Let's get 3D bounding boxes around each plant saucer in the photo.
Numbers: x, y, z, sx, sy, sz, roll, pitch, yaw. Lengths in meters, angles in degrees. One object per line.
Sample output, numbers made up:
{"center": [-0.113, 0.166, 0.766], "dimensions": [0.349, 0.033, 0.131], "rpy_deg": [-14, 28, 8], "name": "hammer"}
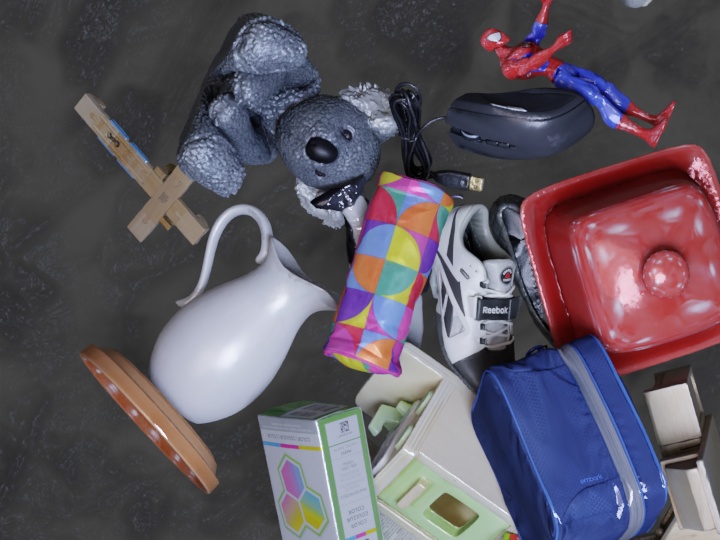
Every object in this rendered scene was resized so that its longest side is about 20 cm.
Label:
{"center": [-0.216, 0.151, 1.582], "dimensions": [0.032, 0.200, 0.200], "rpy_deg": [-43, 86, -13], "name": "plant saucer"}

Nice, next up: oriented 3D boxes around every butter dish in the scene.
{"center": [0.271, -0.002, 1.422], "dimensions": [0.199, 0.148, 0.201], "rpy_deg": [-17, 94, -2], "name": "butter dish"}

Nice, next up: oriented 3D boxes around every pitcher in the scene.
{"center": [-0.138, 0.045, 1.583], "dimensions": [0.200, 0.121, 0.172], "rpy_deg": [-43, 68, 7], "name": "pitcher"}

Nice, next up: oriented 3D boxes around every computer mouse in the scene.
{"center": [0.127, -0.117, 1.479], "dimensions": [0.199, 0.046, 0.141], "rpy_deg": [3, 141, 9], "name": "computer mouse"}

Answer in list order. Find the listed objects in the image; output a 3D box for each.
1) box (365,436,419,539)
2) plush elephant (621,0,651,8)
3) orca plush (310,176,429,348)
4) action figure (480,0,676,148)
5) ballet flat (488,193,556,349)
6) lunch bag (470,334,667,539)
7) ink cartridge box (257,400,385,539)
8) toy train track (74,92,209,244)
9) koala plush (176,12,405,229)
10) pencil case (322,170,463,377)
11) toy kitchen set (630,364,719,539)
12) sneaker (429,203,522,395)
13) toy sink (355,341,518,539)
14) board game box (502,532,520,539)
{"center": [0.022, 0.263, 1.587], "dimensions": [0.200, 0.078, 0.095], "rpy_deg": [43, 107, 4], "name": "box"}
{"center": [0.261, -0.368, 1.379], "dimensions": [0.155, 0.200, 0.165], "rpy_deg": [-40, 80, -1], "name": "plush elephant"}
{"center": [0.000, 0.000, 1.545], "dimensions": [0.071, 0.105, 0.200], "rpy_deg": [8, 142, 50], "name": "orca plush"}
{"center": [0.213, -0.206, 1.457], "dimensions": [0.199, 0.065, 0.099], "rpy_deg": [24, 124, 10], "name": "action figure"}
{"center": [0.185, 0.016, 1.511], "dimensions": [0.066, 0.057, 0.201], "rpy_deg": [-32, 92, 17], "name": "ballet flat"}
{"center": [0.195, 0.159, 1.394], "dimensions": [0.132, 0.136, 0.201], "rpy_deg": [-15, 64, -13], "name": "lunch bag"}
{"center": [-0.034, 0.234, 1.500], "dimensions": [0.104, 0.059, 0.201], "rpy_deg": [-2, 101, 54], "name": "ink cartridge box"}
{"center": [-0.229, -0.111, 1.617], "dimensions": [0.200, 0.033, 0.115], "rpy_deg": [48, 115, 9], "name": "toy train track"}
{"center": [-0.063, -0.148, 1.515], "dimensions": [0.199, 0.184, 0.178], "rpy_deg": [25, 101, -13], "name": "koala plush"}
{"center": [0.030, 0.002, 1.471], "dimensions": [0.088, 0.088, 0.201], "rpy_deg": [18, 82, 11], "name": "pencil case"}
{"center": [0.264, 0.224, 1.472], "dimensions": [0.179, 0.163, 0.201], "rpy_deg": [-16, 95, 17], "name": "toy kitchen set"}
{"center": [0.119, 0.029, 1.486], "dimensions": [0.088, 0.074, 0.201], "rpy_deg": [-33, 71, 50], "name": "sneaker"}
{"center": [0.075, 0.190, 1.505], "dimensions": [0.200, 0.112, 0.130], "rpy_deg": [36, 140, -1], "name": "toy sink"}
{"center": [0.227, 0.317, 1.446], "dimensions": [0.199, 0.048, 0.102], "rpy_deg": [10, 136, 8], "name": "board game box"}
